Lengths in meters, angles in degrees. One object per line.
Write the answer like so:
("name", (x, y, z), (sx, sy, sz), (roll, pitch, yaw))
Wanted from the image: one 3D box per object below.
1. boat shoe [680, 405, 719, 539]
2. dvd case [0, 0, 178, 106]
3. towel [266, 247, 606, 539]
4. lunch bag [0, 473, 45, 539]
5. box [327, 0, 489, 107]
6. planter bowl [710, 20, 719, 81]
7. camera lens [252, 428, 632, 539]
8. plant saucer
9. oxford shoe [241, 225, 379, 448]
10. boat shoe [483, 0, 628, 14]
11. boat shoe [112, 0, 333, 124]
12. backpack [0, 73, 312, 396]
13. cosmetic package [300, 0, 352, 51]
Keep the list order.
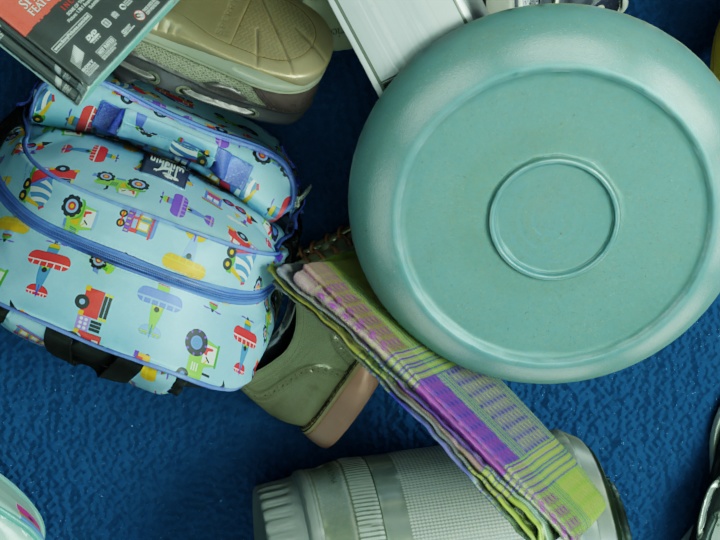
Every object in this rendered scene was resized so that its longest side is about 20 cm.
("boat shoe", (0.234, 0.142, 1.318), (0.075, 0.060, 0.202), (14, 101, -12))
("dvd case", (-0.172, -0.186, 1.078), (0.200, 0.022, 0.146), (38, 52, -2))
("towel", (0.043, 0.061, 1.136), (0.200, 0.144, 0.023), (45, 102, 9))
("lunch bag", (-0.278, 0.172, 1.238), (0.160, 0.077, 0.200), (37, 95, -14))
("box", (0.026, -0.132, 1.115), (0.060, 0.117, 0.201), (-26, 110, 10))
("planter bowl", (0.247, -0.107, 1.227), (0.083, 0.200, 0.202), (-1, 109, 36))
("camera lens", (0.047, 0.178, 1.246), (0.198, 0.160, 0.161), (-7, 104, -7))
("plant saucer", (0.093, -0.029, 1.081), (0.198, 0.027, 0.202), (0, 115, 0))
("oxford shoe", (0.000, 0.000, 1.244), (0.073, 0.071, 0.201), (27, 98, -11))
("boat shoe", (0.110, -0.135, 1.224), (0.092, 0.075, 0.202), (-2, 105, -5))
("boat shoe", (-0.112, -0.127, 1.131), (0.198, 0.072, 0.065), (21, 138, 3))
("backpack", (-0.116, -0.019, 1.146), (0.181, 0.200, 0.135), (23, 99, -5))
("cosmetic package", (-0.056, -0.214, 1.182), (0.104, 0.071, 0.202), (-10, 105, -7))
